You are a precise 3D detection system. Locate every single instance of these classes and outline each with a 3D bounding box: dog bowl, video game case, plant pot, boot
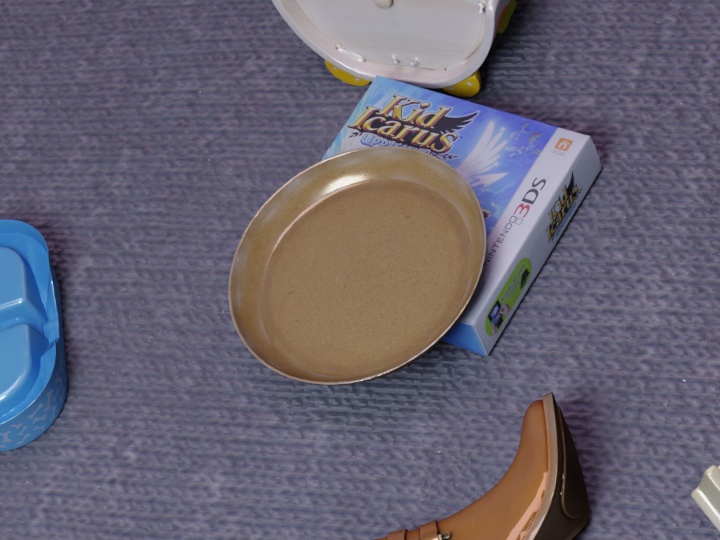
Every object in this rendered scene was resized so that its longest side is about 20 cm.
[{"bbox_3d":[-0.280,0.053,1.764,0.111,0.050,0.201,-18,51,8],"label":"dog bowl"},{"bbox_3d":[0.052,-0.046,1.711,0.199,0.046,0.182,18,63,31],"label":"video game case"},{"bbox_3d":[0.000,0.000,1.653,0.198,0.028,0.201,-11,56,16],"label":"plant pot"},{"bbox_3d":[0.070,0.175,1.522,0.153,0.074,0.201,-10,49,19],"label":"boot"}]

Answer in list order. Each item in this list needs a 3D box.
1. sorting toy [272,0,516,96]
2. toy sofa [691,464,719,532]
[{"bbox_3d":[0.059,-0.240,1.827,0.199,0.107,0.181,9,51,27],"label":"sorting toy"},{"bbox_3d":[0.316,0.114,1.476,0.199,0.098,0.083,-37,75,-8],"label":"toy sofa"}]
